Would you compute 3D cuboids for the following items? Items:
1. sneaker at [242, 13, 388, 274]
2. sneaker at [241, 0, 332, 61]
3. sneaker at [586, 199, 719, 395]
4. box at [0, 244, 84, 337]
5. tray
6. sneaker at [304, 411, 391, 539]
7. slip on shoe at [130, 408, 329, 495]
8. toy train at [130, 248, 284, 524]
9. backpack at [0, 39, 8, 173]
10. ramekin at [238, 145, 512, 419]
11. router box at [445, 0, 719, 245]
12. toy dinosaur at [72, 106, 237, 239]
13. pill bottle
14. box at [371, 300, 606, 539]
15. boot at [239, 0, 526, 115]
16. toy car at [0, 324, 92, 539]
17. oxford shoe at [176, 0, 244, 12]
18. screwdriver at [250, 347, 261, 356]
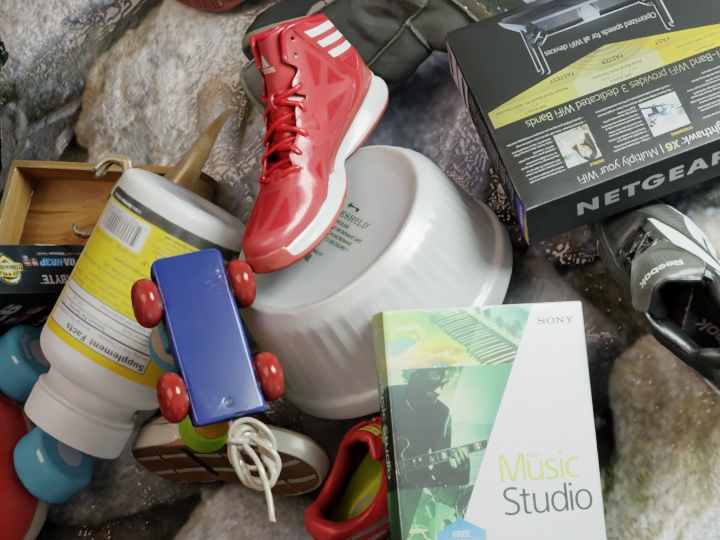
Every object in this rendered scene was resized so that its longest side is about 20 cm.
[{"bbox_3d":[-0.058,-0.100,1.473,0.078,0.116,0.201,-14,39,35],"label":"sneaker"},{"bbox_3d":[-0.001,-0.224,1.644,0.199,0.075,0.107,-14,57,21],"label":"sneaker"},{"bbox_3d":[0.209,0.005,1.401,0.066,0.090,0.200,-43,55,11],"label":"sneaker"},{"bbox_3d":[-0.334,0.037,1.673,0.199,0.159,0.046,-28,74,33],"label":"box"},{"bbox_3d":[-0.216,-0.036,1.725,0.199,0.037,0.099,4,75,35],"label":"tray"},{"bbox_3d":[0.032,0.119,1.474,0.077,0.085,0.201,33,92,35],"label":"sneaker"},{"bbox_3d":[-0.092,0.123,1.552,0.199,0.076,0.061,-7,47,51],"label":"slip on shoe"},{"bbox_3d":[-0.101,0.098,1.439,0.084,0.116,0.201,-12,69,-16],"label":"toy train"},{"bbox_3d":[-0.381,-0.089,1.772,0.182,0.134,0.201,-29,63,56],"label":"backpack"},{"bbox_3d":[0.000,0.000,1.491,0.202,0.094,0.203,-26,36,21],"label":"ramekin"},{"bbox_3d":[0.178,-0.125,1.446,0.199,0.052,0.158,-20,61,-3],"label":"router box"},{"bbox_3d":[-0.162,-0.051,1.652,0.101,0.058,0.201,28,95,21],"label":"toy dinosaur"},{"bbox_3d":[-0.172,0.034,1.568,0.111,0.111,0.201,34,98,37],"label":"pill bottle"},{"bbox_3d":[0.087,0.123,1.391,0.143,0.036,0.201,-3,79,-15],"label":"box"},{"bbox_3d":[0.030,-0.150,1.575,0.200,0.182,0.073,-45,8,30],"label":"boot"},{"bbox_3d":[-0.349,0.137,1.627,0.184,0.199,0.178,-37,56,26],"label":"toy car"},{"bbox_3d":[-0.100,-0.263,1.731,0.199,0.071,0.074,6,44,39],"label":"oxford shoe"},{"bbox_3d":[-0.148,0.081,1.642,0.199,0.028,0.029,-20,33,24],"label":"screwdriver"}]
